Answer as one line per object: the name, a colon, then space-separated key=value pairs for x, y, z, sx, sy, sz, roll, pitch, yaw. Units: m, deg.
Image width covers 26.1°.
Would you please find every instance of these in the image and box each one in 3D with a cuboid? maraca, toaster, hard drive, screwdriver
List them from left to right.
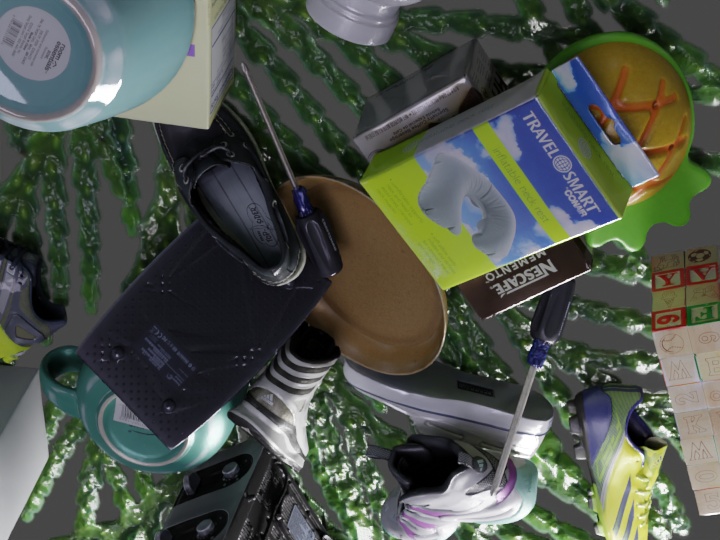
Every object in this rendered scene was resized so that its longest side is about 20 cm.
hard drive: x=-0.134 y=0.043 z=1.351 sx=0.135 sy=0.042 sz=0.200 roll=43 pitch=86 yaw=8
toaster: x=-0.109 y=0.290 z=1.499 sx=0.118 sy=0.181 sz=0.201 roll=-17 pitch=118 yaw=26
screwdriver: x=-0.056 y=-0.084 z=1.284 sx=0.028 sy=0.029 sz=0.201 roll=13 pitch=127 yaw=52
screwdriver: x=0.146 y=0.098 z=1.341 sx=0.028 sy=0.029 sz=0.201 roll=19 pitch=81 yaw=-7
maraca: x=0.206 y=-0.100 z=1.237 sx=0.136 sy=0.107 sz=0.201 roll=-26 pitch=124 yaw=7

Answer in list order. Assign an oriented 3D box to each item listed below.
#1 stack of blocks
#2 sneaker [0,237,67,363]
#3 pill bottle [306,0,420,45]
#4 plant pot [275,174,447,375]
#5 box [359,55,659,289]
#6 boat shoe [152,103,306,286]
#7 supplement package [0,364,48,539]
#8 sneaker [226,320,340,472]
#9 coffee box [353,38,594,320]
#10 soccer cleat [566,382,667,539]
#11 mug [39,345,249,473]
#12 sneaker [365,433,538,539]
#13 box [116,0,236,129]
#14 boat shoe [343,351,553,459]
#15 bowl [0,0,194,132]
stack of blocks: x=0.299 y=0.095 z=1.335 sx=0.058 sy=0.115 sz=0.201 roll=-10 pitch=120 yaw=17
sneaker: x=-0.339 y=-0.010 z=1.426 sx=0.080 sy=0.074 sz=0.201 roll=-21 pitch=122 yaw=12
pill bottle: x=0.027 y=-0.272 z=1.164 sx=0.104 sy=0.105 sz=0.201 roll=23 pitch=123 yaw=-4
plant pot: x=0.000 y=0.000 z=1.340 sx=0.199 sy=0.027 sz=0.201 roll=28 pitch=139 yaw=27
box: x=0.112 y=-0.070 z=1.192 sx=0.199 sy=0.048 sz=0.122 roll=-24 pitch=115 yaw=37
boat shoe: x=-0.116 y=-0.074 z=1.301 sx=0.074 sy=0.066 sz=0.200 roll=-28 pitch=89 yaw=7
supplement package: x=-0.385 y=0.189 z=1.472 sx=0.116 sy=0.200 sz=0.118 roll=5 pitch=122 yaw=8
sneaker: x=-0.054 y=0.114 z=1.414 sx=0.075 sy=0.201 sz=0.116 roll=37 pitch=82 yaw=9
coffee box: x=0.098 y=-0.073 z=1.289 sx=0.113 sy=0.080 sz=0.200 roll=-27 pitch=113 yaw=25
soccer cleat: x=0.248 y=0.191 z=1.436 sx=0.083 sy=0.065 sz=0.201 roll=-13 pitch=119 yaw=10
mug: x=-0.198 y=0.119 z=1.444 sx=0.184 sy=0.115 sz=0.152 roll=-28 pitch=113 yaw=24
sneaker: x=0.051 y=0.191 z=1.424 sx=0.139 sy=0.078 sz=0.199 roll=25 pitch=146 yaw=-32
box: x=-0.192 y=-0.232 z=1.236 sx=0.174 sy=0.097 sz=0.201 roll=7 pitch=122 yaw=6
boat shoe: x=0.075 y=0.128 z=1.423 sx=0.198 sy=0.074 sz=0.066 roll=18 pitch=119 yaw=0
bowl: x=-0.233 y=-0.184 z=1.155 sx=0.199 sy=0.105 sz=0.202 roll=6 pitch=123 yaw=9
